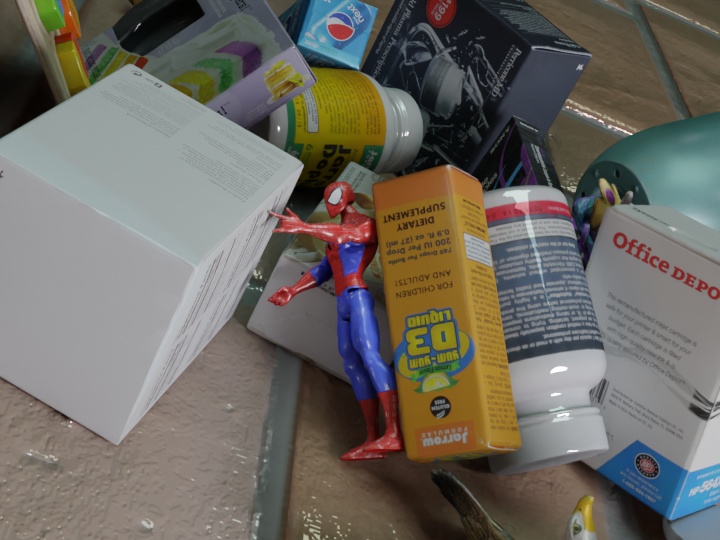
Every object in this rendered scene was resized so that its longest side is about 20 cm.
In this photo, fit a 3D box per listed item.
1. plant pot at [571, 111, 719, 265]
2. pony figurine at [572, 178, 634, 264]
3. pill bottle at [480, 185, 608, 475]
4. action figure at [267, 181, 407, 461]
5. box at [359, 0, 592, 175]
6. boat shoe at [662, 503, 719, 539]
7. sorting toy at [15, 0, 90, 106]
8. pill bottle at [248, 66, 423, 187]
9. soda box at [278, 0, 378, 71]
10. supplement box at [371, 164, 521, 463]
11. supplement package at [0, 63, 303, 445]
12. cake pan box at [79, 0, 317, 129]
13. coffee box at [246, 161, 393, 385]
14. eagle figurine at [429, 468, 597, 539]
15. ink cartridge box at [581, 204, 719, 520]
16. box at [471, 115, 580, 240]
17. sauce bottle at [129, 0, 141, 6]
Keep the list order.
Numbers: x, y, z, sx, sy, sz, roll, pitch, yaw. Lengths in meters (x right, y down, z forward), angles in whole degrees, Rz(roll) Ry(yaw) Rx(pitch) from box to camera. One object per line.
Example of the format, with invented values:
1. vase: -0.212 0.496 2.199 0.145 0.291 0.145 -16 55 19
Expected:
1. plant pot: 0.314 -0.056 1.322 0.160 0.201 0.201 -8 43 -28
2. pony figurine: 0.228 0.012 1.162 0.166 0.193 0.200 -42 101 -24
3. pill bottle: 0.121 0.047 0.988 0.119 0.119 0.201 0 71 -40
4. action figure: -0.026 0.031 0.918 0.099 0.065 0.201 3 73 -25
5. box: 0.103 -0.191 1.340 0.104 0.200 0.182 -5 41 -46
6. boat shoe: 0.275 0.233 0.945 0.068 0.057 0.200 0 18 -14
7. sorting toy: -0.258 -0.219 1.076 0.036 0.200 0.185 -13 47 -7
8. pill bottle: -0.039 -0.134 1.219 0.200 0.113 0.113 -3 41 -44
9. soda box: -0.046 -0.232 1.323 0.068 0.064 0.200 19 -4 -14
10. supplement box: 0.060 0.032 0.917 0.069 0.066 0.201 15 65 -65
11. supplement package: -0.162 -0.019 0.890 0.151 0.151 0.200 30 28 3
12. cake pan box: -0.152 -0.177 1.133 0.052 0.184 0.200 58 2 -44
13. coffee box: 0.000 0.000 1.069 0.114 0.080 0.200 29 29 2
14. eagle figurine: 0.118 0.209 0.821 0.199 0.151 0.152 5 -21 19
15. ink cartridge box: 0.238 0.066 1.012 0.084 0.201 0.146 -3 28 -43
16. box: 0.125 -0.034 1.164 0.036 0.143 0.200 26 27 -17
17. sauce bottle: -0.162 -0.250 1.351 0.200 0.066 0.066 41 32 26
